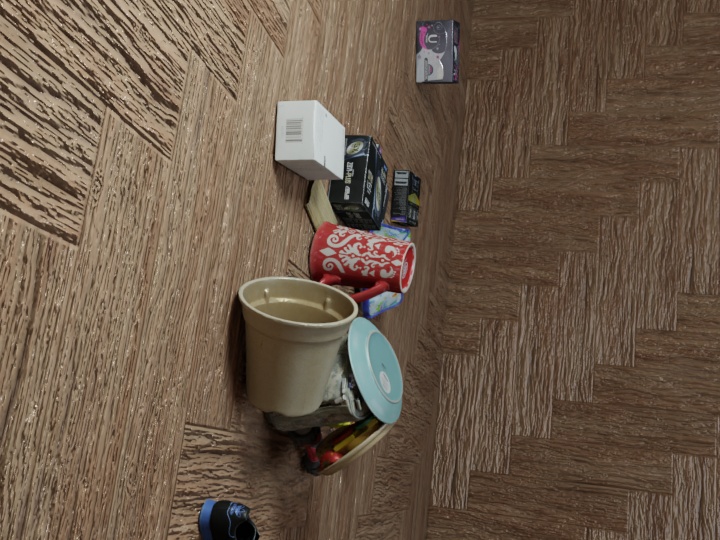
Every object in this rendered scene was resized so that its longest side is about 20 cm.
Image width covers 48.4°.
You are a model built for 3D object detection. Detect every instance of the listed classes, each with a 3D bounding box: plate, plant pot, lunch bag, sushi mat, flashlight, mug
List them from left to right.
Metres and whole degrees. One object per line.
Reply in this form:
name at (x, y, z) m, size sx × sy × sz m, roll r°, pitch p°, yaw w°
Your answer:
plant pot at (-0.117, 0.132, 1.340) m, size 0.200 × 0.198 × 0.185 m, roll -46°, pitch 149°, yaw -68°
flashlight at (-0.105, 0.362, 1.644) m, size 0.201 × 0.067 × 0.068 m, roll 84°, pitch 25°, yaw -51°
sushi mat at (-0.082, -0.122, 1.716) m, size 0.201 × 0.012 × 0.097 m, roll 69°, pitch 27°, yaw -57°
lunch bag at (-0.062, 0.220, 1.485) m, size 0.140 × 0.198 × 0.168 m, roll 65°, pitch 28°, yaw -19°
mug at (0.004, -0.001, 1.686) m, size 0.133 × 0.198 × 0.180 m, roll 30°, pitch 71°, yaw -71°
plate at (0.036, 0.178, 1.460) m, size 0.200 × 0.025 × 0.201 m, roll 51°, pitch 27°, yaw -39°
lunch bag at (0.054, 0.002, 2.082) m, size 0.200 × 0.126 × 0.171 m, roll -51°, pitch 147°, yaw -43°

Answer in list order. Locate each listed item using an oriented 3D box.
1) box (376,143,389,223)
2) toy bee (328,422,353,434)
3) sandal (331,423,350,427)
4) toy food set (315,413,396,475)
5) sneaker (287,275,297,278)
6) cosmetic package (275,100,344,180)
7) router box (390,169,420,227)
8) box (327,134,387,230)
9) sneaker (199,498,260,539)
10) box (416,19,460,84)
box at (0.038, -0.215, 2.122) m, size 0.201 × 0.036 × 0.144 m, roll 77°, pitch 22°, yaw -52°
toy bee at (-0.001, 0.388, 1.957) m, size 0.201 × 0.107 × 0.132 m, roll -66°, pitch 156°, yaw -54°
sandal at (-0.066, 0.295, 1.751) m, size 0.200 × 0.079 × 0.088 m, roll 62°, pitch 31°, yaw -67°
toy food set at (-0.010, 0.313, 1.514) m, size 0.049 × 0.197 × 0.200 m, roll 53°, pitch 8°, yaw 2°
sneaker at (-0.105, 0.078, 1.555) m, size 0.201 × 0.076 × 0.083 m, roll 71°, pitch 20°, yaw -57°
cosmetic package at (-0.092, -0.242, 1.517) m, size 0.200 × 0.080 × 0.114 m, roll 9°, pitch 83°, yaw -75°
router box at (0.143, -0.221, 2.492) m, size 0.200 × 0.052 × 0.159 m, roll 7°, pitch 87°, yaw -76°
box at (-0.003, -0.201, 1.864) m, size 0.200 × 0.085 × 0.166 m, roll 50°, pitch 46°, yaw -70°
sneaker at (-0.196, 0.441, 1.264) m, size 0.070 × 0.077 × 0.202 m, roll -69°, pitch 157°, yaw -50°
box at (0.257, -0.729, 2.674) m, size 0.115 × 0.131 × 0.202 m, roll -27°, pitch 119°, yaw -69°
